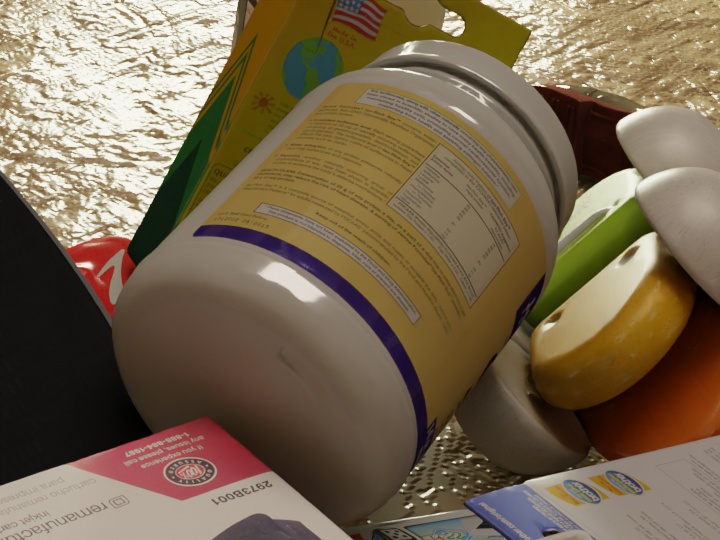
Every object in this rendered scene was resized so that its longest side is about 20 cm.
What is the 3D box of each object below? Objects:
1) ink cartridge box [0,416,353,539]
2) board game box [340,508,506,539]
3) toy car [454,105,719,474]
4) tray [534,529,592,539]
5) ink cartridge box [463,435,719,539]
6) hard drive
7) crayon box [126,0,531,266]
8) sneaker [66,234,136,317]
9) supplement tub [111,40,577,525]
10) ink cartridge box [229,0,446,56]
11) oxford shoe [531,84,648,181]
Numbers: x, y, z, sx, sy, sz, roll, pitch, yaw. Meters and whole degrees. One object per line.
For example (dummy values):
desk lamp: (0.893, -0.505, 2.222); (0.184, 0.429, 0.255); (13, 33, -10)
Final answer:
ink cartridge box: (-0.057, 0.155, 0.741); (0.144, 0.085, 0.200); (-17, 39, -40)
board game box: (0.094, 0.149, 0.856); (0.199, 0.035, 0.126); (-6, 33, -27)
toy car: (0.144, 0.029, 0.993); (0.150, 0.175, 0.200); (42, 18, -17)
tray: (0.070, 0.195, 0.676); (0.107, 0.022, 0.201); (-7, 70, -39)
ink cartridge box: (0.154, 0.120, 0.845); (0.199, 0.042, 0.119); (-6, 27, -33)
hard drive: (-0.165, 0.038, 0.857); (0.135, 0.042, 0.200); (-29, 83, -49)
crayon box: (-0.015, -0.064, 0.999); (0.127, 0.200, 0.051); (26, 9, -26)
sneaker: (-0.164, 0.016, 0.958); (0.077, 0.085, 0.200); (25, 32, 24)
supplement tub: (0.000, 0.000, 0.878); (0.145, 0.146, 0.200); (22, 46, 21)
ink cartridge box: (-0.021, -0.105, 1.107); (0.084, 0.201, 0.146); (1, 29, -17)
oxford shoe: (0.191, -0.077, 1.268); (0.200, 0.071, 0.075); (31, 29, 31)
